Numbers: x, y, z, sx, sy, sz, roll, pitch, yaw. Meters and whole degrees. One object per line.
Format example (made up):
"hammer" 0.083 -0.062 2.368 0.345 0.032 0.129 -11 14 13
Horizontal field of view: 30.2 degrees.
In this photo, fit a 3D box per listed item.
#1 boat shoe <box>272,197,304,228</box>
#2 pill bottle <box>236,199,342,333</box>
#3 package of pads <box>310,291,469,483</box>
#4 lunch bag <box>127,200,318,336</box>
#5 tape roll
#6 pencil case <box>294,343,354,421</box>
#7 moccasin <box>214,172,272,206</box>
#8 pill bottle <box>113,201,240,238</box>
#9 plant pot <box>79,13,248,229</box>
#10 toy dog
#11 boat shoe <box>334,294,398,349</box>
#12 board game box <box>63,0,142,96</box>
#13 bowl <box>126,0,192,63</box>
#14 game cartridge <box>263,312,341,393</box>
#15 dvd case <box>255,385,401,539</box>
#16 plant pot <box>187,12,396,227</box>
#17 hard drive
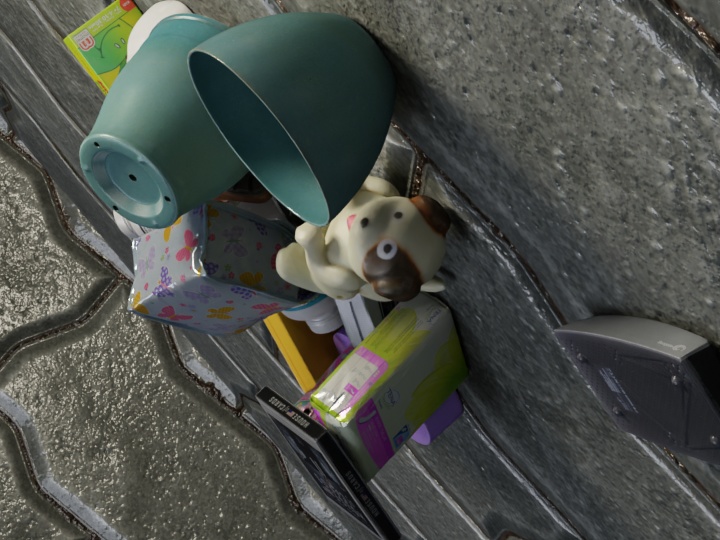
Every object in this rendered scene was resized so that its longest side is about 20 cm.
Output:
"boat shoe" -0.046 -0.052 1.665 0.201 0.070 0.066 60 166 -7
"pill bottle" -0.083 -0.011 1.774 0.111 0.111 0.200 27 154 57
"package of pads" 0.037 0.136 1.597 0.068 0.200 0.155 32 157 32
"lunch bag" -0.161 0.004 1.653 0.199 0.128 0.169 20 151 -36
"tape roll" 0.051 0.145 1.853 0.200 0.066 0.200 45 164 16
"pencil case" 0.002 0.135 1.699 0.087 0.200 0.087 43 177 2
"moccasin" -0.183 -0.114 1.686 0.201 0.074 0.078 8 148 35
"pill bottle" -0.245 -0.098 1.846 0.199 0.113 0.113 -11 124 37
"plant pot" -0.211 -0.156 1.517 0.199 0.188 0.201 22 143 18
"toy dog" 0.018 -0.020 1.406 0.194 0.140 0.200 39 168 -11
"boat shoe" 0.000 0.000 1.623 0.072 0.071 0.201 -1 108 38
"board game box" -0.300 -0.263 1.820 0.200 0.101 0.048 54 164 -14
"bowl" -0.222 -0.240 1.703 0.200 0.075 0.200 56 164 -17
"game cartridge" -0.073 0.095 1.918 0.177 0.032 0.200 60 -161 6
"dvd case" -0.039 0.237 1.621 0.150 0.025 0.200 26 153 53
"plant pot" -0.045 -0.160 1.237 0.200 0.135 0.200 47 166 16
"hard drive" 0.258 0.098 1.153 0.135 0.042 0.200 54 165 -16
